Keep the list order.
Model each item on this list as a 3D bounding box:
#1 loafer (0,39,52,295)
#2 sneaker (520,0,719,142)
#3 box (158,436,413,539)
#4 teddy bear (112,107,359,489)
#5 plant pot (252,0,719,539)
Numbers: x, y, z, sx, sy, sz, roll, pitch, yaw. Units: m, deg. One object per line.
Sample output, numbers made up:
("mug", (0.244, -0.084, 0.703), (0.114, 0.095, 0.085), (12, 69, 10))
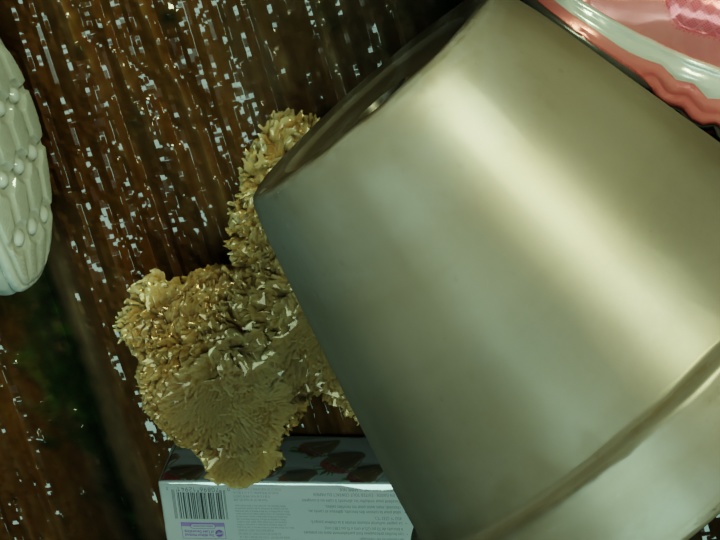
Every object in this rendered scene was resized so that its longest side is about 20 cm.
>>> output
("loafer", (-0.180, -0.081, 1.183), (0.069, 0.070, 0.201), (-14, 106, 23))
("sneaker", (0.133, -0.095, 1.120), (0.199, 0.074, 0.087), (31, 87, 4))
("box", (0.016, 0.095, 1.246), (0.199, 0.039, 0.042), (-1, 118, 12))
("teddy bear", (0.000, 0.000, 1.195), (0.145, 0.067, 0.200), (31, 113, -16))
("plant pot", (0.061, 0.001, 1.073), (0.200, 0.200, 0.174), (-37, 99, 25))
